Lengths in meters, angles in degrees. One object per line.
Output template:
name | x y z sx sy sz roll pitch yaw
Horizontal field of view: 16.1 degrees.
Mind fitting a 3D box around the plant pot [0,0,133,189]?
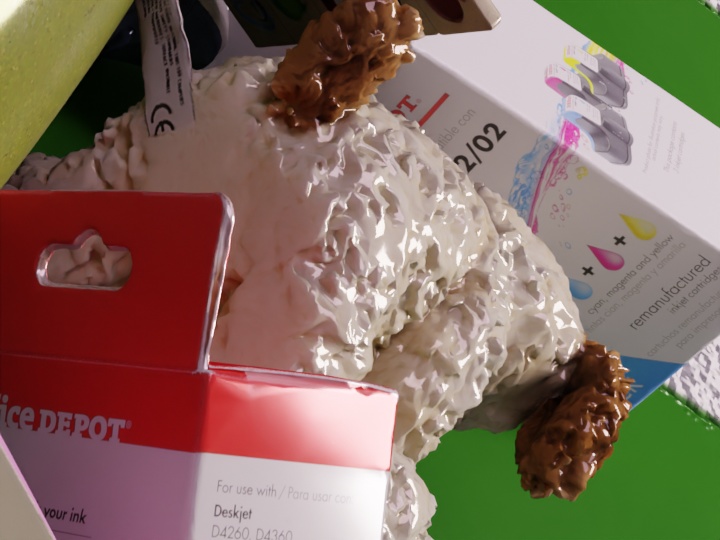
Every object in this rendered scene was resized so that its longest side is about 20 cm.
plant pot | -0.131 -0.108 0.714 0.187 0.187 0.200 46 67 2

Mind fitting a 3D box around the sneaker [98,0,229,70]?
sneaker | -0.133 -0.085 0.850 0.200 0.075 0.085 17 64 -33

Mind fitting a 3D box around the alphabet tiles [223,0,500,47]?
alphabet tiles | -0.052 -0.152 0.783 0.008 0.167 0.200 -41 110 -19

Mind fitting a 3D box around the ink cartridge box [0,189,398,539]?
ink cartridge box | -0.056 0.083 0.652 0.067 0.116 0.200 10 85 -41

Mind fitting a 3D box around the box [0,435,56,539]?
box | -0.148 0.124 0.534 0.200 0.097 0.176 -21 52 -21

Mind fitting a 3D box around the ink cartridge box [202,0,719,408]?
ink cartridge box | 0.039 -0.035 0.911 0.200 0.115 0.068 32 40 -14

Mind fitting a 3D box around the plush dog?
plush dog | 0.000 0.000 0.803 0.200 0.161 0.172 38 9 33
